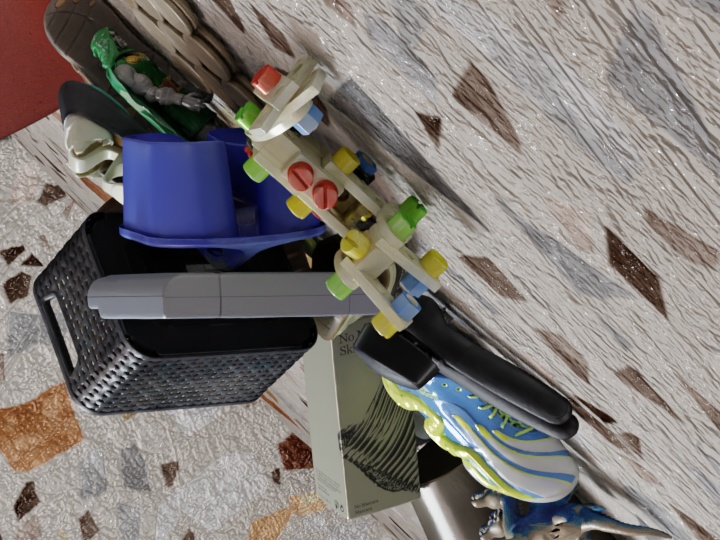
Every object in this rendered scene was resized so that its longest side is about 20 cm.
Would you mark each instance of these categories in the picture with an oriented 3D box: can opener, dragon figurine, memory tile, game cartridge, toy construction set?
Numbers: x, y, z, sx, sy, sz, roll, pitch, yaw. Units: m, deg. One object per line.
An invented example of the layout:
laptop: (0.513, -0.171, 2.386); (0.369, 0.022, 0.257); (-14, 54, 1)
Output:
can opener: (0.091, 0.083, 1.597); (0.199, 0.079, 0.063); (27, 170, 25)
dragon figurine: (0.174, 0.211, 1.721); (0.199, 0.100, 0.059); (-20, 120, 31)
memory tile: (-0.151, -0.198, 1.535); (0.200, 0.017, 0.153); (49, 170, -33)
game cartridge: (-0.089, 0.019, 1.503); (0.199, 0.042, 0.133); (0, 175, -38)
toy construction set: (-0.024, -0.058, 1.351); (0.201, 0.092, 0.131); (56, -168, -23)

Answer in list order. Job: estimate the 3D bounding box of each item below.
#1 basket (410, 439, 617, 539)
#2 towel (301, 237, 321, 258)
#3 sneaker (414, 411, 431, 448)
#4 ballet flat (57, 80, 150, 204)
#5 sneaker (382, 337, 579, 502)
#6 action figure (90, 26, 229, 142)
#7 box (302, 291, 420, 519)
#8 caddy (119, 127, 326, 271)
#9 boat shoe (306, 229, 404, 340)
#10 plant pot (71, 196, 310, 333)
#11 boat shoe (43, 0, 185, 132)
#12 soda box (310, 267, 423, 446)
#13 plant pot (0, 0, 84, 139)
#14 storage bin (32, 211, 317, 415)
basket: (0.138, 0.245, 1.864); (0.201, 0.179, 0.136); (57, -170, -13)
towel: (-0.110, -0.091, 1.832); (0.200, 0.023, 0.144); (39, 169, 28)
sneaker: (0.020, 0.075, 1.877); (0.201, 0.079, 0.074); (62, -179, -6)
ballet flat: (-0.206, -0.096, 1.689); (0.199, 0.073, 0.073); (36, 169, 24)
sneaker: (0.100, 0.119, 1.677); (0.199, 0.076, 0.105); (32, 158, 15)
action figure: (-0.146, -0.130, 1.652); (0.200, 0.055, 0.118); (40, -167, -4)
box: (-0.001, 0.114, 1.780); (0.068, 0.082, 0.202); (28, 129, 59)
caddy: (-0.107, -0.052, 1.510); (0.200, 0.140, 0.106); (-163, 70, -68)
boat shoe: (0.000, 0.000, 1.615); (0.074, 0.065, 0.200); (56, 158, 1)
plant pot: (-0.148, 0.014, 1.854); (0.200, 0.201, 0.198); (47, 163, -19)
boat shoe: (-0.202, -0.166, 1.769); (0.201, 0.076, 0.072); (53, 176, 4)
soda box: (0.007, 0.083, 1.949); (0.200, 0.068, 0.064); (45, 172, 2)
plant pot: (-0.373, -0.233, 1.867); (0.200, 0.176, 0.200); (36, 169, 39)
storage bin: (-0.150, 0.033, 1.619); (0.199, 0.094, 0.136); (-2, -121, -42)
